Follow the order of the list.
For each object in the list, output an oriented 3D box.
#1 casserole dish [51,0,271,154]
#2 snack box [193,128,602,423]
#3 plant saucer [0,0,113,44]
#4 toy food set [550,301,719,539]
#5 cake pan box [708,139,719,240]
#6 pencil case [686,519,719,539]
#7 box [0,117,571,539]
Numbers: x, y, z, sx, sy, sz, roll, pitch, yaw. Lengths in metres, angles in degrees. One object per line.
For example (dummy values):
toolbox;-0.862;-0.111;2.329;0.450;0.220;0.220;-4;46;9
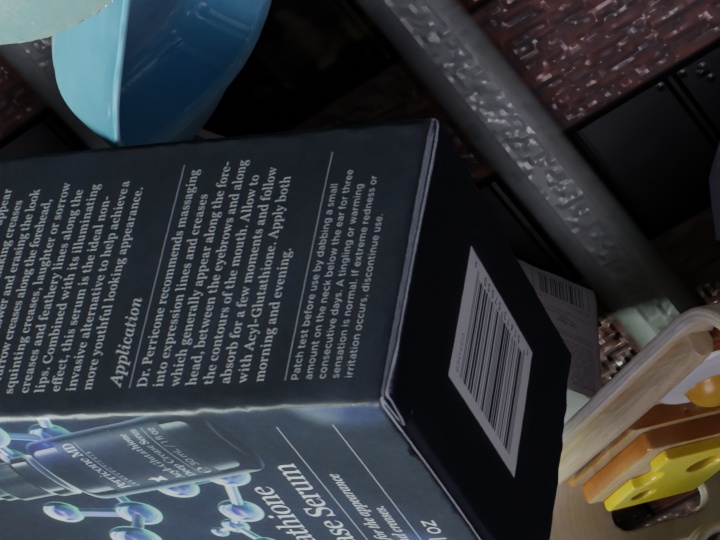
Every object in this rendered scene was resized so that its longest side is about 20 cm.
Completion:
casserole dish;-0.060;-0.131;0.725;0.039;0.121;0.201;24;127;14
snack box;0.000;0.000;0.834;0.199;0.072;0.024;22;125;-12
plant saucer;-0.117;-0.171;0.658;0.201;0.201;0.039;-44;155;28
toy food set;0.155;0.061;0.805;0.143;0.061;0.200;-11;157;-27
cake pan box;0.235;-0.087;0.774;0.183;0.052;0.201;6;126;-4
pencil case;0.109;0.172;0.855;0.089;0.078;0.200;-1;147;-35
box;-0.047;0.040;0.738;0.199;0.108;0.149;-4;146;24
